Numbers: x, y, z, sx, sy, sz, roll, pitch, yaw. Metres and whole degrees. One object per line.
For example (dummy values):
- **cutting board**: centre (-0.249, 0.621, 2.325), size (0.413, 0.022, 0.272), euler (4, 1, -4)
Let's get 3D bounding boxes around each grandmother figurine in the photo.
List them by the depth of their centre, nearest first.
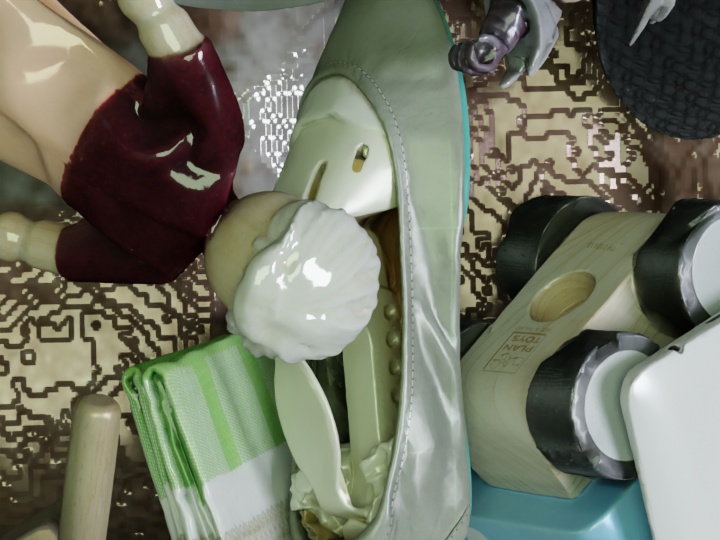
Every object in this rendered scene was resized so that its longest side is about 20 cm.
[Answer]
- **grandmother figurine**: centre (-0.078, -0.043, 0.918), size (0.200, 0.121, 0.061), euler (37, 49, 8)

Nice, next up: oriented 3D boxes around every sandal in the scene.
- **sandal**: centre (0.101, -0.124, 0.989), size (0.075, 0.045, 0.200), euler (-15, 132, 12)

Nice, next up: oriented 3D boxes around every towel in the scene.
- **towel**: centre (-0.017, 0.117, 0.993), size (0.031, 0.149, 0.201), euler (-19, 90, 21)

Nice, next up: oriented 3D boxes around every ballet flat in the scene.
- **ballet flat**: centre (0.000, 0.000, 0.955), size (0.064, 0.067, 0.201), euler (-2, 89, -39)

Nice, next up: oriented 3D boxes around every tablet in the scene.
- **tablet**: centre (0.151, 0.099, 0.990), size (0.130, 0.014, 0.201), euler (-29, 114, -35)

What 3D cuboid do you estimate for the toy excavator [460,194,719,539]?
- **toy excavator**: centre (0.094, 0.099, 1.007), size (0.195, 0.100, 0.200), euler (-48, 117, -26)

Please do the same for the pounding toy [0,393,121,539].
- **pounding toy**: centre (-0.116, 0.164, 0.990), size (0.200, 0.142, 0.184), euler (-32, 91, 1)

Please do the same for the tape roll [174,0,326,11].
- **tape roll**: centre (-0.051, -0.177, 0.958), size (0.200, 0.201, 0.066), euler (15, 51, 0)

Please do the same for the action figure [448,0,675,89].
- **action figure**: centre (0.031, -0.112, 0.902), size (0.199, 0.130, 0.070), euler (12, 49, 2)
